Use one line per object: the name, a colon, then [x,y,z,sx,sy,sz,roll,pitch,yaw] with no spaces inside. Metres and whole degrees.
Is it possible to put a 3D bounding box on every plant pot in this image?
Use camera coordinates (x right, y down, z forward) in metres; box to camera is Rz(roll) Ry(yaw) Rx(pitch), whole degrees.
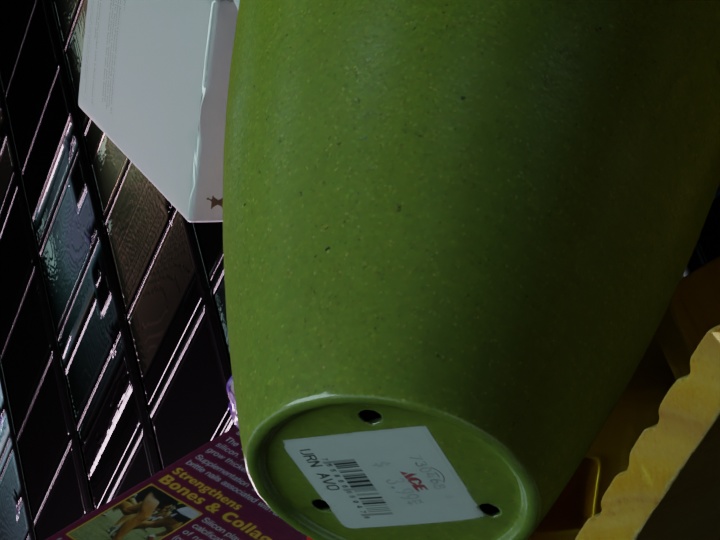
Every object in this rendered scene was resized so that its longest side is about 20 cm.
plant pot: [0.029,-0.009,0.704,0.187,0.187,0.200,122,166,-51]

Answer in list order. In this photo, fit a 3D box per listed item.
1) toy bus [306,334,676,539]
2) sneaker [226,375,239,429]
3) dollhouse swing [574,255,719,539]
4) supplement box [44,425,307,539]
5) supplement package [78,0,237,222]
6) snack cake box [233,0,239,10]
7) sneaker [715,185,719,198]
toy bus: [0.060,0.121,0.816,0.136,0.192,0.200,-151,61,-61]
sneaker: [0.000,0.000,0.904,0.080,0.088,0.200,88,-160,-63]
dollhouse swing: [0.129,-0.007,0.667,0.200,0.176,0.182,114,145,-46]
supplement box: [-0.045,0.151,0.904,0.131,0.200,0.103,25,131,39]
supplement package: [-0.065,-0.114,1.157,0.200,0.120,0.121,-136,50,-57]
snack cake box: [0.043,-0.150,0.804,0.200,0.115,0.067,-39,69,53]
sneaker: [0.123,-0.085,0.816,0.200,0.070,0.078,127,143,-50]
